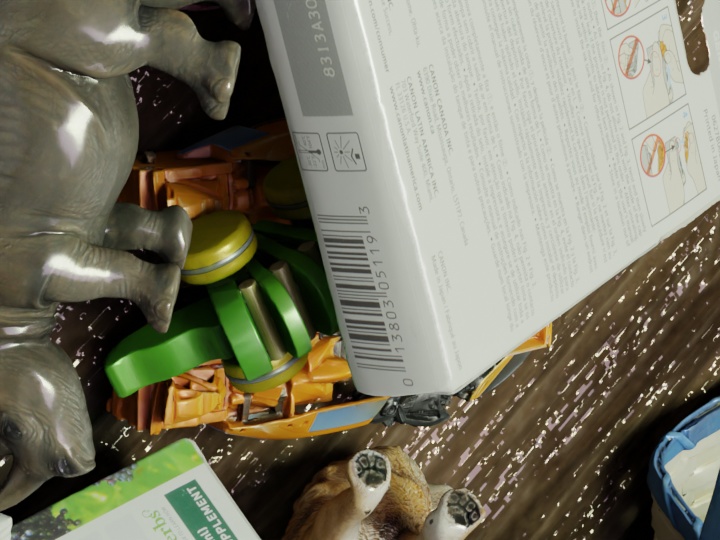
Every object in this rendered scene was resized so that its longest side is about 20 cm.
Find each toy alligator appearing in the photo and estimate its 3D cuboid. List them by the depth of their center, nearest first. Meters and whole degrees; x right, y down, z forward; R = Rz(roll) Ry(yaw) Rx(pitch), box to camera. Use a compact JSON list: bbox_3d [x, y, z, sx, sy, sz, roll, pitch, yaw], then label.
[{"bbox_3d":[0.001,-0.011,0.782,0.200,0.054,0.059,-34,120,-21],"label":"toy alligator"}]

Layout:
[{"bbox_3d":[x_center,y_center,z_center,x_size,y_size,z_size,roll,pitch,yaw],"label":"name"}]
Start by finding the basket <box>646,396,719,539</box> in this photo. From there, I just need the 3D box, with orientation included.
[{"bbox_3d":[0.208,0.093,0.962,0.176,0.139,0.200,-18,143,-30],"label":"basket"}]

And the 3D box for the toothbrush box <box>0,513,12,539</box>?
[{"bbox_3d":[-0.219,0.121,0.654,0.199,0.085,0.147,16,96,6],"label":"toothbrush box"}]

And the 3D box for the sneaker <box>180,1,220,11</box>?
[{"bbox_3d":[0.010,-0.133,0.803,0.199,0.095,0.079,-16,114,-29],"label":"sneaker"}]

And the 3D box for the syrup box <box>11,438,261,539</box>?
[{"bbox_3d":[-0.125,0.148,0.781,0.200,0.079,0.082,-25,153,-27],"label":"syrup box"}]

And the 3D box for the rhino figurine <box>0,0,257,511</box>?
[{"bbox_3d":[-0.098,-0.013,0.725,0.087,0.060,0.201,16,105,-5],"label":"rhino figurine"}]

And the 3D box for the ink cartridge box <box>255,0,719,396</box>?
[{"bbox_3d":[0.055,-0.070,0.770,0.200,0.050,0.162,-34,116,-45],"label":"ink cartridge box"}]

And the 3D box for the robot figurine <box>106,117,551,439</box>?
[{"bbox_3d":[0.000,0.000,0.854,0.199,0.058,0.146,-8,108,-32],"label":"robot figurine"}]

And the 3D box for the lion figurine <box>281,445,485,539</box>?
[{"bbox_3d":[0.000,0.144,0.821,0.072,0.123,0.201,18,57,-10],"label":"lion figurine"}]
